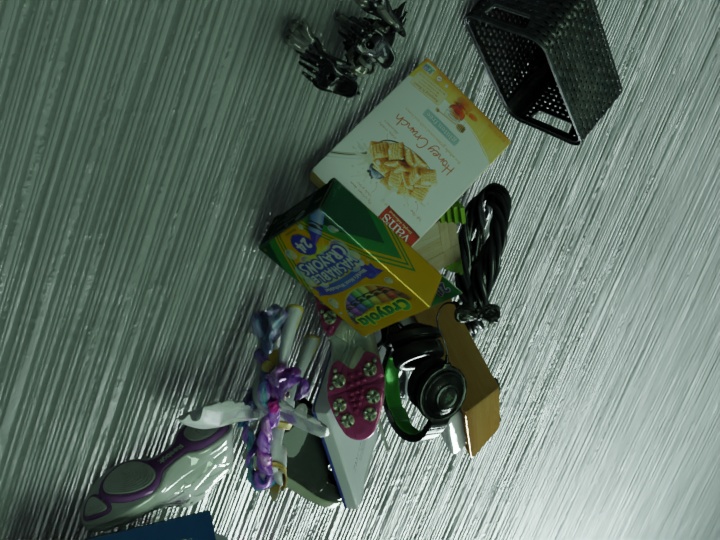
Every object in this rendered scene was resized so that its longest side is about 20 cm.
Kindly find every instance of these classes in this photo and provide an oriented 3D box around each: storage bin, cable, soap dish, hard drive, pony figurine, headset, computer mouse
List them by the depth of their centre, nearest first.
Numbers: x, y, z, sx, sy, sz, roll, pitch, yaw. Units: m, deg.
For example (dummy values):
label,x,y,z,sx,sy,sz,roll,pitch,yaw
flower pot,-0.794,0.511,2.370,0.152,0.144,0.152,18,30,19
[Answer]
label,x,y,z,sx,sy,sz,roll,pitch,yaw
pony figurine,-0.100,0.145,1.078,0.194,0.164,0.203,70,25,-64
headset,0.089,0.112,1.109,0.093,0.124,0.201,-3,137,-29
storage bin,0.230,-0.266,1.179,0.094,0.135,0.200,-50,139,-8
soap dish,0.113,0.125,1.238,0.080,0.201,0.158,-23,148,-5
cable,0.155,-0.017,1.256,0.050,0.163,0.203,13,109,-2
hard drive,-0.017,0.201,1.258,0.133,0.025,0.202,-72,157,-44
computer mouse,0.033,0.111,1.260,0.043,0.110,0.201,-20,139,-10

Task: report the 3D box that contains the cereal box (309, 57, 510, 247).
label,x,y,z,sx,sy,sz,roll,pitch,yaw
cereal box,0.058,-0.127,1.098,0.200,0.144,0.040,-46,179,-14

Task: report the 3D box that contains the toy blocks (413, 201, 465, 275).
label,x,y,z,sx,sy,sz,roll,pitch,yaw
toy blocks,0.049,-0.054,1.178,0.135,0.100,0.202,-27,132,-16

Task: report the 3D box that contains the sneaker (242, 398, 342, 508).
label,x,y,z,sx,sy,sz,roll,pitch,yaw
sneaker,-0.059,0.241,1.255,0.107,0.074,0.200,-55,139,-4

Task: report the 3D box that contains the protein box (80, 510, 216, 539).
label,x,y,z,sx,sy,sz,roll,pitch,yaw
protein box,-0.258,0.386,1.024,0.198,0.134,0.201,-1,72,-44

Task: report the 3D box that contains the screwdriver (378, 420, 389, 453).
label,x,y,z,sx,sy,sz,roll,pitch,yaw
screwdriver,0.017,0.186,1.285,0.029,0.028,0.202,-36,133,-31

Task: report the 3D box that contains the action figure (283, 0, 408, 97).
label,x,y,z,sx,sy,sz,roll,pitch,yaw
action figure,-0.009,-0.242,0.968,0.119,0.200,0.102,-40,104,17

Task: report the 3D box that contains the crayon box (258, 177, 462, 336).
label,x,y,z,sx,sy,sz,roll,pitch,yaw
crayon box,0.000,0.000,1.056,0.199,0.125,0.052,40,52,-19

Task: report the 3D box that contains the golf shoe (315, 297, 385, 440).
label,x,y,z,sx,sy,sz,roll,pitch,yaw
golf shoe,-0.004,0.104,1.169,0.091,0.074,0.203,14,69,-78

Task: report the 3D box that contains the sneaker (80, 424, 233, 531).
label,x,y,z,sx,sy,sz,roll,pitch,yaw
sneaker,-0.224,0.252,1.093,0.199,0.075,0.101,-28,131,-31

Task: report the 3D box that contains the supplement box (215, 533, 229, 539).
label,x,y,z,sx,sy,sz,roll,pitch,yaw
supplement box,-0.224,0.444,1.195,0.103,0.101,0.202,27,94,-50
